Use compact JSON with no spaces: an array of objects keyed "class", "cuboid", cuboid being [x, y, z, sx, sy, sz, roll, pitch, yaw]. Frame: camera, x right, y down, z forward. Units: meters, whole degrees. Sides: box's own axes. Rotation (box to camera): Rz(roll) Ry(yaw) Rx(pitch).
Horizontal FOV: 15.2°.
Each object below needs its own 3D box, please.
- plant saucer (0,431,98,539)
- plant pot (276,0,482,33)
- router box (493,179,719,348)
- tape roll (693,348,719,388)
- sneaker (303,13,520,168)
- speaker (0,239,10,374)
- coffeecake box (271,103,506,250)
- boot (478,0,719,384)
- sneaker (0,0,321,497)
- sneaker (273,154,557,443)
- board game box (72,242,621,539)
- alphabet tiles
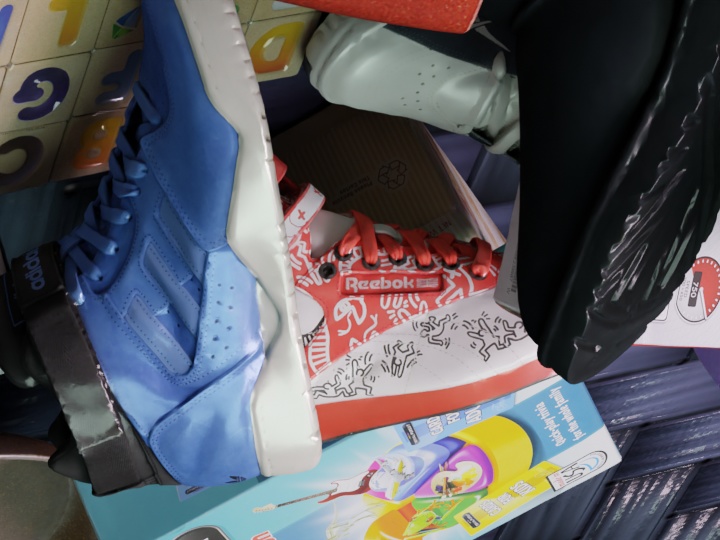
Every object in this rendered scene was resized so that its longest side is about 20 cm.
[{"class":"plant saucer","cuboid":[-0.193,0.121,1.120,0.200,0.032,0.200,-18,151,-10]},{"class":"plant pot","cuboid":[-0.052,-0.194,0.655,0.176,0.200,0.200,-1,145,-16]},{"class":"router box","cuboid":[0.148,-0.073,0.968,0.179,0.049,0.201,3,104,-40]},{"class":"tape roll","cuboid":[0.235,-0.012,1.144,0.200,0.200,0.066,-18,152,-11]},{"class":"sneaker","cuboid":[0.082,-0.053,1.027,0.199,0.130,0.080,0,142,-42]},{"class":"speaker","cuboid":[-0.228,0.026,0.985,0.200,0.081,0.081,-17,150,-13]},{"class":"coffeecake box","cuboid":[-0.010,0.022,1.150,0.153,0.073,0.200,-30,151,7]},{"class":"boot","cuboid":[0.048,-0.086,0.871,0.076,0.168,0.200,-20,135,-54]},{"class":"sneaker","cuboid":[-0.082,-0.012,0.932,0.111,0.077,0.200,-10,117,-3]},{"class":"sneaker","cuboid":[-0.001,0.000,1.010,0.201,0.108,0.067,-17,-165,7]},{"class":"board game box","cuboid":[0.000,0.083,1.130,0.200,0.047,0.151,-29,151,3]},{"class":"alphabet tiles","cuboid":[-0.070,-0.103,0.927,0.166,0.006,0.200,-14,145,-35]}]
